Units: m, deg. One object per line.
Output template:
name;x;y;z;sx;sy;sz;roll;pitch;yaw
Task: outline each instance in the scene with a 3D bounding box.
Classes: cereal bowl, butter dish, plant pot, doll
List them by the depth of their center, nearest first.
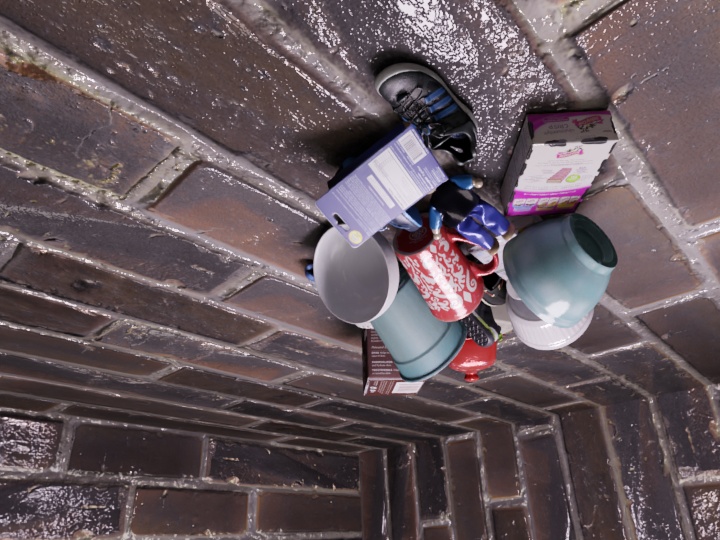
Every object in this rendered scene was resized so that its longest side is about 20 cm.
doll;0.178;-0.105;0.936;0.198;0.049;0.137;35;119;-16
plant pot;0.380;-0.017;0.965;0.195;0.205;0.135;13;140;-28
cereal bowl;0.000;0.000;1.063;0.198;0.205;0.082;-26;174;39
plant pot;0.115;0.116;1.222;0.198;0.202;0.197;-27;110;39
butter dish;0.324;0.252;1.552;0.193;0.153;0.200;-3;174;2

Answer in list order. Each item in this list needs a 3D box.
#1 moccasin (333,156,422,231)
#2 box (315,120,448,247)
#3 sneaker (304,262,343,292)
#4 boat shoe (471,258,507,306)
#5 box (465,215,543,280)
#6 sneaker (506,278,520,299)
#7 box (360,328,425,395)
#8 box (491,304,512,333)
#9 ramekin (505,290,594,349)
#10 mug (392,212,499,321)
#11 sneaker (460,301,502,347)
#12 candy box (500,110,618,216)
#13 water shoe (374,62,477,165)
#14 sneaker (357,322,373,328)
moccasin;0.029;-0.128;0.931;0.068;0.082;0.198;-37;125;28
box;0.031;-0.136;0.851;0.198;0.033;0.121;-36;126;13
sneaker;-0.039;-0.002;1.159;0.195;0.079;0.085;-17;146;24
boat shoe;0.309;0.032;1.251;0.199;0.076;0.062;27;149;-37
box;0.338;-0.051;1.134;0.153;0.042;0.198;-24;147;33
sneaker;0.415;0.009;1.145;0.087;0.077;0.199;5;151;-42
box;0.087;0.229;1.466;0.159;0.206;0.167;0;153;-4
box;0.319;0.112;1.399;0.195;0.080;0.095;11;150;-25
ramekin;0.429;0.069;1.215;0.198;0.207;0.094;-20;136;30
mug;0.171;-0.025;1.069;0.177;0.133;0.201;-43;127;-2
sneaker;0.274;0.096;1.291;0.082;0.203;0.072;-28;170;-36
candy box;0.322;-0.172;0.879;0.132;0.063;0.201;-2;154;0
water shoe;0.104;-0.220;0.748;0.196;0.081;0.071;19;146;-35
sneaker;0.064;0.088;1.352;0.195;0.077;0.081;-22;139;19
